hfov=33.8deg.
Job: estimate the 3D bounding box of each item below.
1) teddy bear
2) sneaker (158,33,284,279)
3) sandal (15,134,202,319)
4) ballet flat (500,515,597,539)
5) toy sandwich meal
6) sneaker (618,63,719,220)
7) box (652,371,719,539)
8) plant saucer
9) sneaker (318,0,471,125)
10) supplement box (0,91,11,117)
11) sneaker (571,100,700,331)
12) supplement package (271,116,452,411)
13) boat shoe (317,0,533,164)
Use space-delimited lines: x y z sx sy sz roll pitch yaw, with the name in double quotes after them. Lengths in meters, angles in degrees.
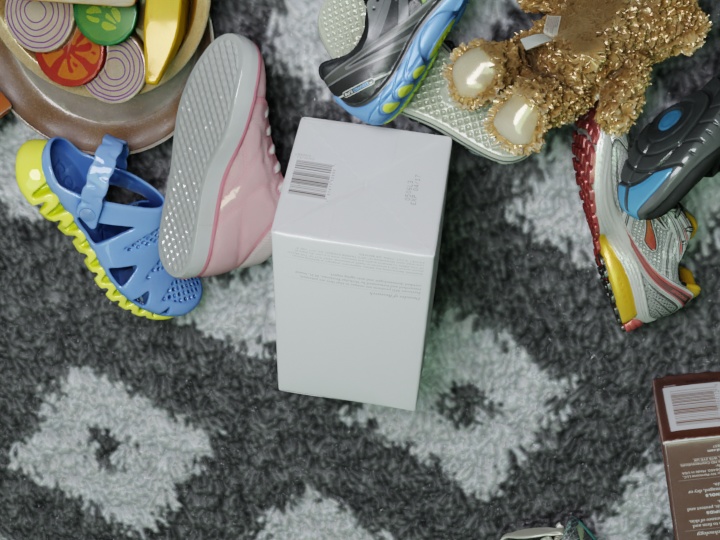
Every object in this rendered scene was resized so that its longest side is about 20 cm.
0.155 -0.155 0.858 0.144 0.200 0.067 30 155 26 "teddy bear"
-0.092 -0.089 0.952 0.104 0.075 0.202 -2 117 -39 "sneaker"
-0.192 -0.037 0.979 0.086 0.080 0.200 -21 127 26 "sandal"
0.137 0.289 1.128 0.199 0.074 0.075 -29 109 19 "ballet flat"
-0.204 -0.217 0.876 0.203 0.070 0.207 3 117 6 "toy sandwich meal"
0.273 -0.104 0.865 0.200 0.073 0.082 -47 116 -2 "sneaker"
0.304 0.200 1.030 0.074 0.100 0.202 -7 116 12 "box"
-0.210 -0.191 0.947 0.198 0.032 0.202 4 117 7 "plant saucer"
0.037 -0.204 0.851 0.082 0.071 0.201 33 91 4 "sneaker"
-0.385 -0.107 0.980 0.199 0.069 0.067 -24 111 31 "supplement box"
0.218 -0.051 0.939 0.081 0.078 0.201 -17 120 7 "sneaker"
0.000 0.000 0.925 0.118 0.122 0.201 8 141 4 "supplement package"
0.052 -0.146 0.911 0.199 0.062 0.075 34 93 8 "boat shoe"
